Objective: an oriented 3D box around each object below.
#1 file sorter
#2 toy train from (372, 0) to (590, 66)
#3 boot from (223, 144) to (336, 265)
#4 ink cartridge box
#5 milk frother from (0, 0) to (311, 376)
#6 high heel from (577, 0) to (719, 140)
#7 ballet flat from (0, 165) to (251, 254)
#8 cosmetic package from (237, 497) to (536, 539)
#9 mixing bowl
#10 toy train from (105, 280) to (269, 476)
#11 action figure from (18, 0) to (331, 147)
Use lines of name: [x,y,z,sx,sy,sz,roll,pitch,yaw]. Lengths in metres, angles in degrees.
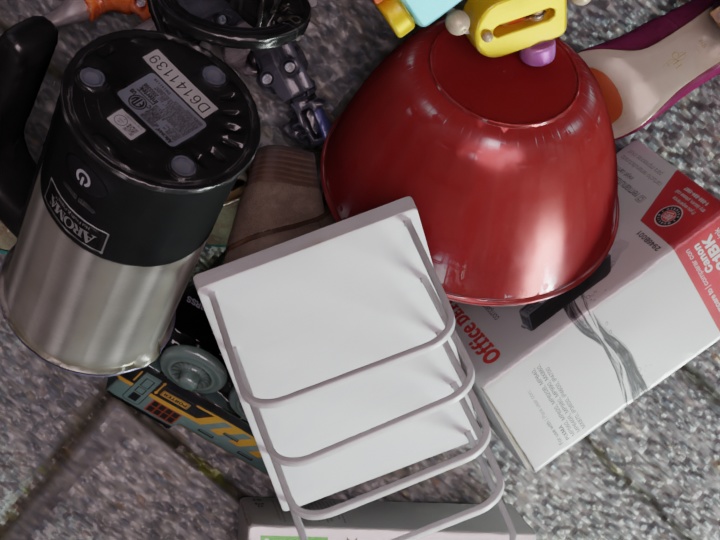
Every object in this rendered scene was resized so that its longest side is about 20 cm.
file sorter: [0.004,0.088,1.189,0.138,0.125,0.201,-20,130,-3]
toy train: [0.085,-0.200,1.171,0.199,0.056,0.151,3,125,-31]
boot: [0.000,0.000,1.304,0.198,0.070,0.148,6,68,-26]
ink cartridge box: [0.150,0.021,1.325,0.199,0.144,0.084,-36,118,-2]
milk frother: [-0.122,-0.071,1.213,0.199,0.189,0.181,-17,63,-34]
high heel: [0.202,-0.140,1.375,0.199,0.096,0.068,-23,94,17]
ballet flat: [-0.151,-0.049,1.314,0.198,0.068,0.063,-3,127,-16]
cosmetic package: [0.014,0.217,1.371,0.198,0.085,0.109,1,97,-7]
mixing bowl: [0.080,-0.089,1.255,0.198,0.201,0.109,4,139,-9]
toy train: [-0.074,0.079,1.328,0.199,0.114,0.086,30,53,-17]
action figure: [-0.095,-0.147,1.293,0.193,0.105,0.201,-34,96,10]
